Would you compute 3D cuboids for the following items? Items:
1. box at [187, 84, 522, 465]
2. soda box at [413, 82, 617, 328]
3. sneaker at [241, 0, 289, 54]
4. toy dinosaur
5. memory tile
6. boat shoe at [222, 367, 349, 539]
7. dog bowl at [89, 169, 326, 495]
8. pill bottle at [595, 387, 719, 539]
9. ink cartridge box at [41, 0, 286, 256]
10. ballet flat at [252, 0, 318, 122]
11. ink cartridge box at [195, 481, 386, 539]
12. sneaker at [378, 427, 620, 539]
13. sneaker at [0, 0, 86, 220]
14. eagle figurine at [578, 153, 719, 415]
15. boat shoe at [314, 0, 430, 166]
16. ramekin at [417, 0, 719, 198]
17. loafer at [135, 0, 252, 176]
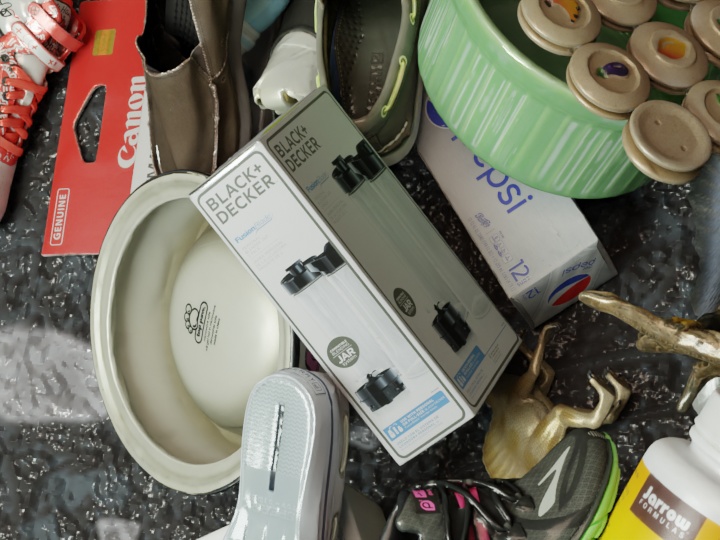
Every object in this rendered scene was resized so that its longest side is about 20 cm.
[{"bbox_3d":[0.000,0.000,1.242,0.060,0.117,0.200,-36,95,28],"label":"box"},{"bbox_3d":[0.082,-0.066,1.352,0.068,0.063,0.201,-33,63,4],"label":"soda box"},{"bbox_3d":[-0.107,-0.235,1.432,0.082,0.074,0.200,-41,66,4],"label":"sneaker"},{"bbox_3d":[0.119,0.102,1.294,0.101,0.058,0.200,-48,53,16],"label":"toy dinosaur"},{"bbox_3d":[0.165,-0.143,1.231,0.153,0.017,0.201,-22,65,-34],"label":"memory tile"},{"bbox_3d":[-0.039,0.156,1.224,0.073,0.067,0.202,20,101,30],"label":"boat shoe"},{"bbox_3d":[-0.083,0.037,1.333,0.199,0.073,0.202,5,97,46],"label":"dog bowl"},{"bbox_3d":[0.182,0.170,1.179,0.109,0.109,0.201,33,102,27],"label":"pill bottle"},{"bbox_3d":[-0.138,-0.110,1.464,0.175,0.045,0.202,-1,71,19],"label":"ink cartridge box"},{"bbox_3d":[-0.032,-0.091,1.371,0.068,0.068,0.202,-9,85,35],"label":"ballet flat"},{"bbox_3d":[-0.067,0.236,1.290,0.199,0.084,0.145,-25,65,11],"label":"ink cartridge box"},{"bbox_3d":[0.061,0.150,1.187,0.199,0.077,0.084,-36,107,-7],"label":"sneaker"},{"bbox_3d":[-0.248,-0.132,1.498,0.107,0.067,0.203,-20,62,21],"label":"sneaker"},{"bbox_3d":[0.249,-0.011,1.253,0.152,0.151,0.200,46,54,-11],"label":"eagle figurine"},{"bbox_3d":[0.007,-0.169,1.330,0.071,0.060,0.204,-4,72,14],"label":"boat shoe"},{"bbox_3d":[0.131,-0.140,1.293,0.198,0.098,0.201,12,50,-15],"label":"ramekin"},{"bbox_3d":[-0.117,-0.130,1.352,0.073,0.071,0.202,18,119,35],"label":"loafer"}]
